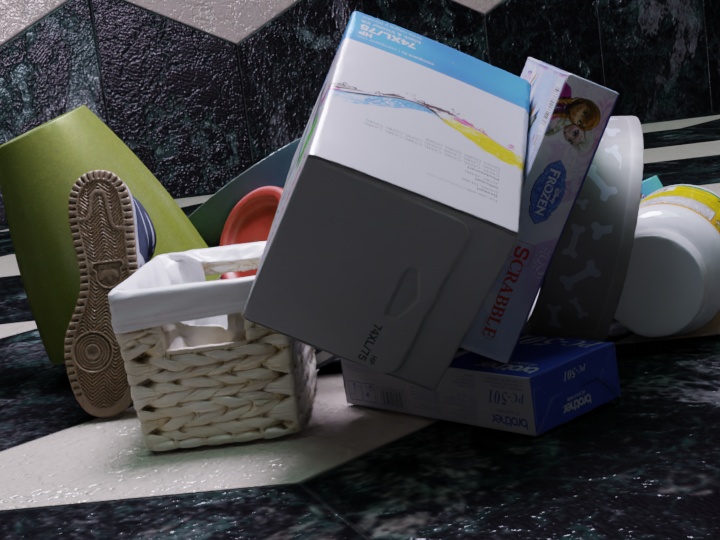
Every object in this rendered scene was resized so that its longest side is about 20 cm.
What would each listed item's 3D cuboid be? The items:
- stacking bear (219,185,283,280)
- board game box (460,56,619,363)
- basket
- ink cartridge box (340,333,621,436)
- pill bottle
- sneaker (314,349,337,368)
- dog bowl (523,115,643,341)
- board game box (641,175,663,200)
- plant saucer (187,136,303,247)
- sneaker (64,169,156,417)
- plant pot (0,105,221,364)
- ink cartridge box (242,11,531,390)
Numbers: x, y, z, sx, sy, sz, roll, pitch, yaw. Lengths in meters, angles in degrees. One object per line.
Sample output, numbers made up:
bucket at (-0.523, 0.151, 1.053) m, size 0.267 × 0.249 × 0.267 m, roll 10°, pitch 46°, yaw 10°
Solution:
stacking bear at (-0.031, -0.007, 1.350) m, size 0.199 × 0.123 × 0.113 m, roll 12°, pitch 1°, yaw -35°
board game box at (0.118, -0.053, 1.000) m, size 0.041 × 0.201 × 0.200 m, roll 20°, pitch 12°, yaw -5°
basket at (-0.106, 0.053, 1.050) m, size 0.134 × 0.125 × 0.200 m, roll -7°, pitch 8°, yaw 3°
ink cartridge box at (0.084, 0.077, 0.997) m, size 0.094 × 0.045 × 0.199 m, roll -17°, pitch 13°, yaw -38°
pill bottle at (0.266, -0.007, 1.158) m, size 0.112 × 0.114 × 0.200 m, roll -4°, pitch 9°, yaw 22°
sneaker at (0.000, 0.000, 1.154) m, size 0.200 × 0.082 × 0.070 m, roll -41°, pitch 28°, yaw 10°
dog bowl at (0.171, -0.030, 1.077) m, size 0.058 × 0.202 × 0.200 m, roll 11°, pitch 9°, yaw -1°
board game box at (0.221, -0.029, 1.368) m, size 0.152 × 0.045 × 0.200 m, roll -33°, pitch -5°, yaw 31°
plant saucer at (-0.102, -0.076, 1.414) m, size 0.199 × 0.036 × 0.200 m, roll -35°, pitch -4°, yaw -3°
sneaker at (-0.209, 0.021, 1.144) m, size 0.069 × 0.202 × 0.109 m, roll -2°, pitch -2°, yaw -2°
plant pot at (-0.257, -0.045, 1.273) m, size 0.186 × 0.201 × 0.187 m, roll -25°, pitch 13°, yaw 6°
ink cartridge box at (0.023, -0.052, 0.937) m, size 0.145 × 0.147 × 0.201 m, roll 21°, pitch 36°, yaw -6°
